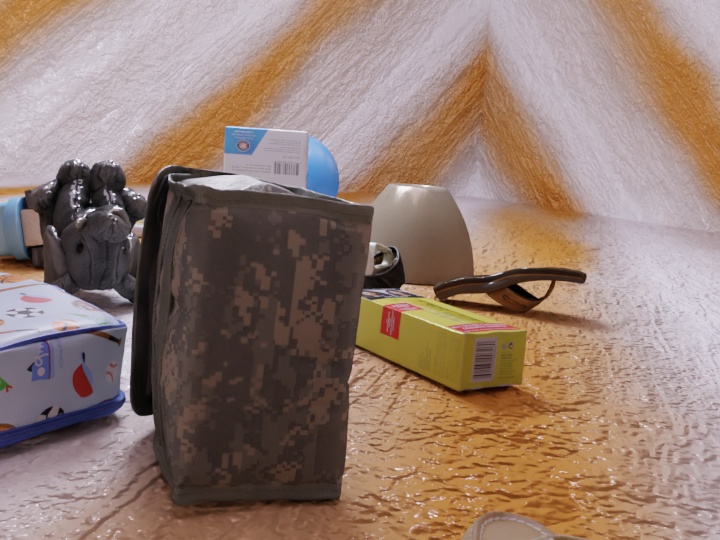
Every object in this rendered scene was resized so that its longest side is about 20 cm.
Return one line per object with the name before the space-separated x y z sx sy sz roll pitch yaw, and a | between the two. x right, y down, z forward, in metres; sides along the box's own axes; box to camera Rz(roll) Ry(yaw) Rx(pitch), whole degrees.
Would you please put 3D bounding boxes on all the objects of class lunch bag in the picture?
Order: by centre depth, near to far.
lunch bag | -0.080 0.025 0.519 0.115 0.168 0.199 4 7 -21
lunch bag | -0.264 0.055 0.551 0.196 0.078 0.159 10 13 31

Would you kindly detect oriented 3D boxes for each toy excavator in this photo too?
toy excavator | -0.482 -0.061 1.181 0.195 0.103 0.194 -4 6 6

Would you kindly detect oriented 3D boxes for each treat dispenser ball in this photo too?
treat dispenser ball | -0.144 -0.198 1.849 0.195 0.206 0.201 4 8 -1

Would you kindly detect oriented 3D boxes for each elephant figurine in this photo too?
elephant figurine | -0.287 -0.020 0.892 0.140 0.157 0.201 -29 41 -2

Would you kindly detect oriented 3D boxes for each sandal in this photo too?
sandal | 0.188 0.027 1.061 0.195 0.056 0.082 -9 -2 18

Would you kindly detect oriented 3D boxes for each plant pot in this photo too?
plant pot | 0.083 -0.063 1.297 0.195 0.138 0.200 4 9 -1

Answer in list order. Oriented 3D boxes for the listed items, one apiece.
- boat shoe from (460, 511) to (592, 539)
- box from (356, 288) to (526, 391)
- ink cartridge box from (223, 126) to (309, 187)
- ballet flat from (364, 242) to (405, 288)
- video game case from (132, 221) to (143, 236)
boat shoe | 0.079 0.124 0.285 0.070 0.067 0.200 3 9 -8
box | 0.059 0.058 0.768 0.074 0.051 0.199 0 10 -30
ink cartridge box | -0.167 -0.146 1.494 0.143 0.206 0.146 4 7 -3
ballet flat | 0.000 0.000 1.061 0.066 0.070 0.199 8 10 23
video game case | -0.407 -0.085 1.580 0.195 0.023 0.182 7 9 14
